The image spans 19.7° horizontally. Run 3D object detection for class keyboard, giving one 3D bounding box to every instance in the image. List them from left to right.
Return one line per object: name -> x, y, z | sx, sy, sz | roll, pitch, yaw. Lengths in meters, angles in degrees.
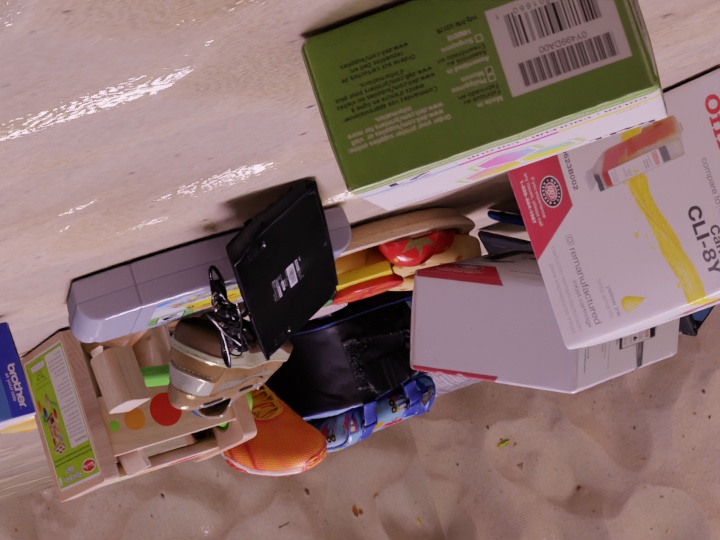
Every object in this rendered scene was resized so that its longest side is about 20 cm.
keyboard -> -0.067, 0.001, 1.382 | 0.104, 0.040, 0.200 | -43, 161, -13

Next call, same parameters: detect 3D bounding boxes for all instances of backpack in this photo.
backpack -> 0.003, 0.072, 1.873 | 0.200, 0.135, 0.182 | -23, -175, -41

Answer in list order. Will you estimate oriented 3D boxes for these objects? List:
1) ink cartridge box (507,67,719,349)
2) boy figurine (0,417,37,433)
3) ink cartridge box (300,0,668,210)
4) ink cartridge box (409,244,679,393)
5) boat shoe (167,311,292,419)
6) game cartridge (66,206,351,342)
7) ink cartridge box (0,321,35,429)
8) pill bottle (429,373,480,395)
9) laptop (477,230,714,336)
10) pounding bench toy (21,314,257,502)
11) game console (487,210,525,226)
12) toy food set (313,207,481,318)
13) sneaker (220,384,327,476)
ink cartridge box -> 0.219, -0.045, 1.446 | 0.200, 0.146, 0.083 | -24, 170, 40
boy figurine -> -0.300, 0.131, 1.902 | 0.200, 0.065, 0.124 | -18, 172, 35
ink cartridge box -> 0.070, -0.085, 0.998 | 0.147, 0.076, 0.200 | -19, 172, 9
ink cartridge box -> 0.150, 0.034, 1.636 | 0.146, 0.083, 0.200 | 7, -170, 29
boat shoe -> -0.110, 0.077, 1.605 | 0.072, 0.076, 0.200 | 21, -176, 16
game cartridge -> -0.108, 0.004, 1.467 | 0.199, 0.041, 0.133 | -17, 170, -12
ink cartridge box -> -0.327, 0.098, 1.459 | 0.136, 0.077, 0.200 | -21, 174, 40
pill bottle -> 0.111, 0.066, 2.232 | 0.200, 0.114, 0.114 | -22, 173, 35
laptop -> 0.235, -0.019, 1.920 | 0.187, 0.116, 0.200 | 12, 159, 25
pounding bench toy -> -0.163, 0.095, 1.681 | 0.156, 0.125, 0.200 | -14, 173, -27
game console -> 0.224, -0.073, 1.787 | 0.171, 0.118, 0.200 | -51, 167, 11
toy food set -> 0.000, 0.000, 1.658 | 0.197, 0.049, 0.200 | -18, 174, 3
sneaker -> -0.109, 0.117, 1.800 | 0.200, 0.077, 0.073 | 27, -132, 36
